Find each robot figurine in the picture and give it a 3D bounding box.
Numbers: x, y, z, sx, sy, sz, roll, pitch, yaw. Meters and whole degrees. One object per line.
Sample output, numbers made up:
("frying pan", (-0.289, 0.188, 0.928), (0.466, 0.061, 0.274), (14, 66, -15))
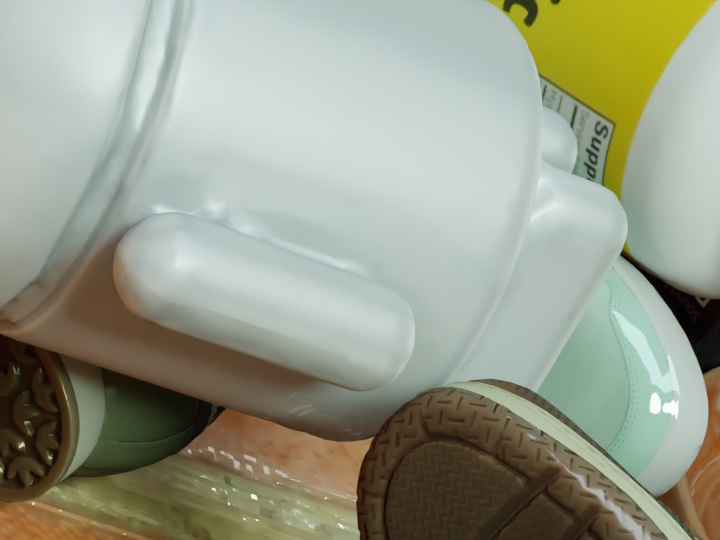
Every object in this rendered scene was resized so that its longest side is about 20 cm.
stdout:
("robot figurine", (-0.037, -0.029, 0.688), (0.200, 0.113, 0.170), (20, 19, -25))

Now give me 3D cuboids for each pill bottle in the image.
("pill bottle", (0.093, -0.060, 0.871), (0.200, 0.111, 0.111), (36, 24, 34))

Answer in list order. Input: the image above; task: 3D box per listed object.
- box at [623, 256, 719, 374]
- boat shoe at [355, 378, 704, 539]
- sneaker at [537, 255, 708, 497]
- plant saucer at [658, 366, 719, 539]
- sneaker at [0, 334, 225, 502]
("box", (0.118, -0.076, 0.945), (0.036, 0.200, 0.143), (-1, 46, -47))
("boat shoe", (0.078, 0.107, 0.659), (0.202, 0.075, 0.075), (53, 26, 8))
("sneaker", (0.000, 0.000, 0.833), (0.200, 0.074, 0.118), (41, 21, 27))
("plant saucer", (0.170, 0.109, 0.907), (0.200, 0.032, 0.200), (28, 30, -17))
("sneaker", (-0.099, -0.029, 0.780), (0.090, 0.067, 0.200), (-8, 58, -48))
